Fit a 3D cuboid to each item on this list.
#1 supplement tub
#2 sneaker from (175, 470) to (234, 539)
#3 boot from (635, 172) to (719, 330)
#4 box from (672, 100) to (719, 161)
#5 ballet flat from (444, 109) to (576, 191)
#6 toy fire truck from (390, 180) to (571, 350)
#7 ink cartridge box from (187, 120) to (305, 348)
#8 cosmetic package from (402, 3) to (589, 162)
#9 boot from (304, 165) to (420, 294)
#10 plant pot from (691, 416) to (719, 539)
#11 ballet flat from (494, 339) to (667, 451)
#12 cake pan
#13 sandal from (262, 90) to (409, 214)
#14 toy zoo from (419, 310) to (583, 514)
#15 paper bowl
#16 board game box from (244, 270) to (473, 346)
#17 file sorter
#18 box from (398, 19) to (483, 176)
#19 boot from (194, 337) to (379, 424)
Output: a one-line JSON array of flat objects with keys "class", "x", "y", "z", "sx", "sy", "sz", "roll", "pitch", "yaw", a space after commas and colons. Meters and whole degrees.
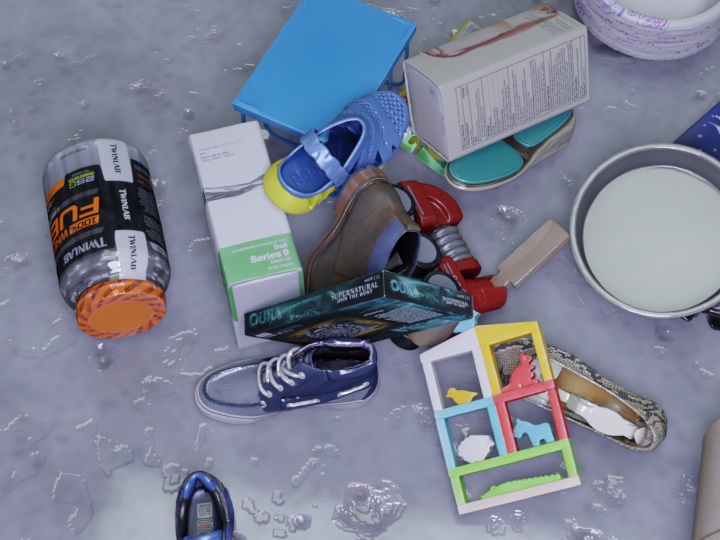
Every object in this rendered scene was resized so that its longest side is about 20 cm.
[{"class": "supplement tub", "x": -0.279, "y": -0.034, "z": 1.309, "sx": 0.122, "sy": 0.123, "sz": 0.201, "roll": -14, "pitch": 61, "yaw": -8}, {"class": "sneaker", "x": -0.151, "y": 0.286, "z": 1.152, "sx": 0.075, "sy": 0.079, "sz": 0.201, "roll": -14, "pitch": 61, "yaw": -7}, {"class": "boot", "x": 0.360, "y": -0.022, "z": 1.340, "sx": 0.199, "sy": 0.070, "sz": 0.132, "roll": 25, "pitch": 72, "yaw": 21}, {"class": "box", "x": 0.452, "y": -0.140, "z": 1.425, "sx": 0.200, "sy": 0.032, "sz": 0.121, "roll": -40, "pitch": 68, "yaw": -19}, {"class": "ballet flat", "x": 0.177, "y": -0.133, "z": 1.396, "sx": 0.199, "sy": 0.070, "sz": 0.070, "roll": -31, "pitch": 65, "yaw": -24}, {"class": "toy fire truck", "x": 0.113, "y": -0.024, "z": 1.321, "sx": 0.199, "sy": 0.129, "sz": 0.177, "roll": -10, "pitch": 62, "yaw": -34}, {"class": "ink cartridge box", "x": -0.123, "y": -0.040, "z": 1.298, "sx": 0.084, "sy": 0.146, "sz": 0.201, "roll": -14, "pitch": 62, "yaw": -7}, {"class": "cosmetic package", "x": 0.158, "y": -0.218, "z": 1.364, "sx": 0.199, "sy": 0.104, "sz": 0.087, "roll": -24, "pitch": 40, "yaw": -19}, {"class": "boot", "x": 0.000, "y": 0.000, "z": 1.247, "sx": 0.074, "sy": 0.201, "sz": 0.097, "roll": -6, "pitch": 39, "yaw": -34}, {"class": "plant pot", "x": 0.397, "y": 0.238, "z": 1.134, "sx": 0.199, "sy": 0.201, "sz": 0.184, "roll": 8, "pitch": 49, "yaw": 4}, {"class": "ballet flat", "x": 0.226, "y": 0.131, "z": 1.240, "sx": 0.199, "sy": 0.075, "sz": 0.068, "roll": 26, "pitch": 108, "yaw": 12}, {"class": "cake pan", "x": 0.330, "y": -0.041, "z": 1.305, "sx": 0.199, "sy": 0.037, "sz": 0.202, "roll": -3, "pitch": 73, "yaw": 9}, {"class": "sandal", "x": -0.012, "y": -0.134, "z": 1.251, "sx": 0.080, "sy": 0.087, "sz": 0.200, "roll": 46, "pitch": 55, "yaw": 1}, {"class": "toy zoo", "x": 0.139, "y": 0.136, "z": 1.216, "sx": 0.130, "sy": 0.020, "sz": 0.201, "roll": -16, "pitch": 77, "yaw": 15}, {"class": "paper bowl", "x": 0.370, "y": -0.351, "z": 1.501, "sx": 0.199, "sy": 0.105, "sz": 0.202, "roll": 0, "pitch": 60, "yaw": 0}, {"class": "board game box", "x": -0.003, "y": 0.045, "z": 1.203, "sx": 0.199, "sy": 0.135, "sz": 0.028, "roll": -17, "pitch": 69, "yaw": 41}, {"class": "file sorter", "x": -0.039, "y": -0.209, "z": 1.408, "sx": 0.138, "sy": 0.123, "sz": 0.201, "roll": 23, "pitch": 62, "yaw": 12}, {"class": "box", "x": 0.117, "y": -0.202, "z": 1.444, "sx": 0.117, "sy": 0.048, "sz": 0.200, "roll": 37, "pitch": 65, "yaw": 11}, {"class": "boot", "x": -0.079, "y": 0.108, "z": 1.247, "sx": 0.199, "sy": 0.091, "sz": 0.073, "roll": -7, "pitch": 61, "yaw": -5}]
